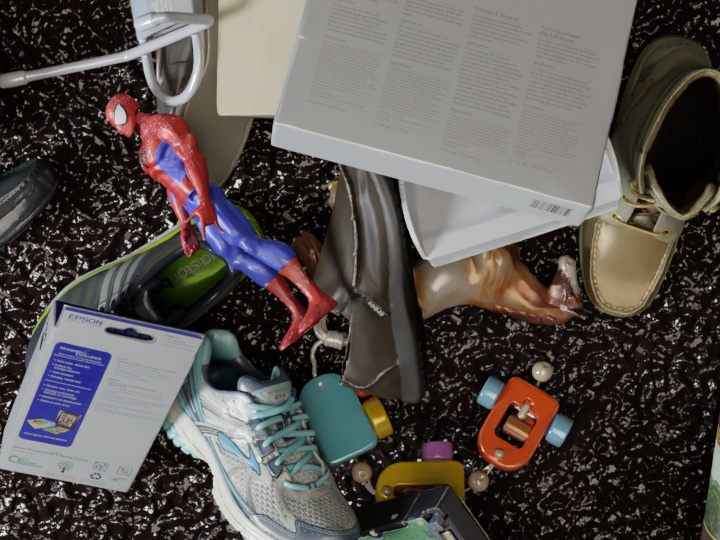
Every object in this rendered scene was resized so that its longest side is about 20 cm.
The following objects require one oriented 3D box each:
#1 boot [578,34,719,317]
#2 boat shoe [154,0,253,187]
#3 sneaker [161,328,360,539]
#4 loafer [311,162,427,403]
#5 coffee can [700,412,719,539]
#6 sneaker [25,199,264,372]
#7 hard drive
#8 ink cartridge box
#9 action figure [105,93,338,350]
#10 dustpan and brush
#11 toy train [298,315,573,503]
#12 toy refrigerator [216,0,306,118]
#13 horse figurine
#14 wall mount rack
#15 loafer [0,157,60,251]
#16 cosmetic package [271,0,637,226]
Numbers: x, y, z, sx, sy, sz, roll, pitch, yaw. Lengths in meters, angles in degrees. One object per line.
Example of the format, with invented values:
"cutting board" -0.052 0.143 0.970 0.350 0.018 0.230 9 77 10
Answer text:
"boot" 0.196 -0.049 1.177 0.072 0.155 0.201 13 105 -2
"boat shoe" -0.109 -0.153 1.218 0.067 0.057 0.201 -8 112 -37
"sneaker" -0.068 0.117 1.217 0.200 0.077 0.087 42 124 33
"loafer" 0.000 0.000 1.186 0.071 0.073 0.201 -7 108 5
"coffee can" 0.316 0.134 1.225 0.146 0.146 0.201 6 105 0
"sneaker" -0.158 0.024 1.246 0.200 0.081 0.074 -37 100 11
"hard drive" 0.019 0.231 1.264 0.200 0.038 0.140 -21 113 40
"ink cartridge box" -0.179 0.079 1.225 0.099 0.039 0.200 14 138 -17
"action figure" -0.099 -0.037 1.170 0.052 0.065 0.200 -37 87 -22
"dustpan and brush" 0.076 -0.119 1.144 0.139 0.057 0.201 -18 68 9
"toy train" 0.043 0.109 1.281 0.199 0.056 0.151 25 78 5
"toy refrigerator" -0.043 -0.200 1.161 0.076 0.070 0.201 2 93 37
"horse figurine" 0.051 -0.012 1.247 0.199 0.050 0.133 -13 98 3
"wall mount rack" -0.175 -0.201 1.178 0.173 0.074 0.201 -13 85 45
"loafer" -0.303 -0.027 1.244 0.200 0.068 0.071 -29 111 12
"cosmetic package" 0.059 -0.127 1.091 0.199 0.052 0.151 15 78 -2
